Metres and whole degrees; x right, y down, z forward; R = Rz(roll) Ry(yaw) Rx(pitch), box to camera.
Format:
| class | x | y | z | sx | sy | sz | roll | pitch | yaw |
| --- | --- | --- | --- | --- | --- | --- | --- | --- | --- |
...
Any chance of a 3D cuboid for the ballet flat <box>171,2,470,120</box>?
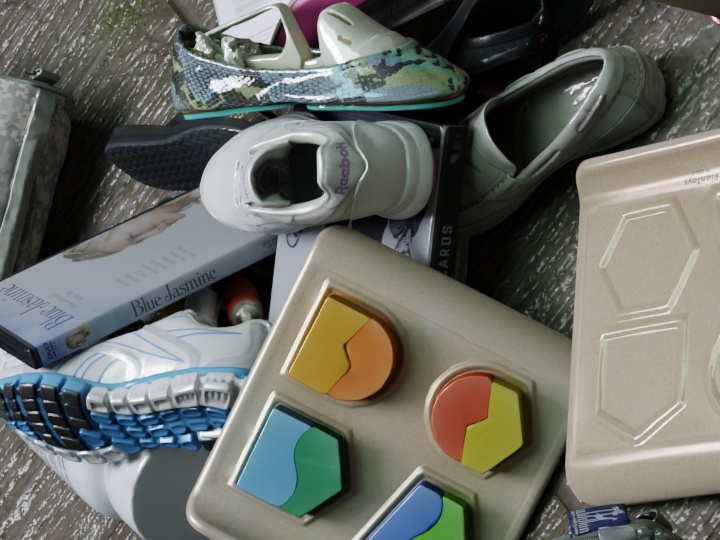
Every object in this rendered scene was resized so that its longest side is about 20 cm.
| class | x | y | z | sx | sy | sz | roll | pitch | yaw |
| --- | --- | --- | --- | --- | --- | --- | --- | --- | --- |
| ballet flat | -0.031 | -0.128 | 1.679 | 0.200 | 0.074 | 0.074 | -2 | 73 | 26 |

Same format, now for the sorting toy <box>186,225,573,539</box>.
| class | x | y | z | sx | sy | sz | roll | pitch | yaw |
| --- | --- | --- | --- | --- | --- | --- | --- | --- | --- |
| sorting toy | 0.018 | 0.099 | 1.631 | 0.185 | 0.036 | 0.200 | 27 | 94 | 4 |

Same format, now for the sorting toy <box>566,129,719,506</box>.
| class | x | y | z | sx | sy | sz | roll | pitch | yaw |
| --- | --- | --- | --- | --- | --- | --- | --- | --- | --- |
| sorting toy | 0.194 | 0.024 | 1.551 | 0.185 | 0.036 | 0.200 | -12 | 71 | 44 |

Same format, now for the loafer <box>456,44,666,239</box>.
| class | x | y | z | sx | sy | sz | roll | pitch | yaw |
| --- | --- | --- | --- | --- | --- | --- | --- | --- | --- |
| loafer | 0.088 | -0.078 | 1.669 | 0.200 | 0.070 | 0.070 | -33 | 59 | 28 |

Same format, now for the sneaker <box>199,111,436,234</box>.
| class | x | y | z | sx | sy | sz | roll | pitch | yaw |
| --- | --- | --- | --- | --- | --- | --- | --- | --- | --- |
| sneaker | -0.047 | -0.062 | 1.671 | 0.200 | 0.100 | 0.075 | -6 | 86 | 52 |

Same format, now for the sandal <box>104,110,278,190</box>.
| class | x | y | z | sx | sy | sz | roll | pitch | yaw |
| --- | --- | --- | --- | --- | --- | --- | --- | --- | --- |
| sandal | -0.098 | -0.090 | 1.886 | 0.200 | 0.075 | 0.048 | 4 | 60 | 47 |

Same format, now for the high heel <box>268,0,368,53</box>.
| class | x | y | z | sx | sy | sz | roll | pitch | yaw |
| --- | --- | --- | --- | --- | --- | --- | --- | --- | --- |
| high heel | 0.014 | -0.164 | 1.713 | 0.200 | 0.096 | 0.067 | -53 | 4 | 47 |

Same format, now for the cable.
| class | x | y | z | sx | sy | sz | roll | pitch | yaw |
| --- | --- | --- | --- | --- | --- | --- | --- | --- | --- |
| cable | -0.096 | -0.005 | 1.841 | 0.097 | 0.050 | 0.200 | -23 | 40 | 9 |

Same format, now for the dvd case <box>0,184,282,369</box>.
| class | x | y | z | sx | sy | sz | roll | pitch | yaw |
| --- | --- | --- | --- | --- | --- | --- | --- | --- | --- |
| dvd case | -0.150 | 0.000 | 1.800 | 0.143 | 0.200 | 0.018 | 23 | 136 | 59 |

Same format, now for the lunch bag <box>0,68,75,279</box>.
| class | x | y | z | sx | sy | sz | roll | pitch | yaw |
| --- | --- | --- | --- | --- | --- | --- | --- | --- | --- |
| lunch bag | -0.293 | -0.053 | 2.024 | 0.168 | 0.139 | 0.200 | 9 | 83 | 49 |

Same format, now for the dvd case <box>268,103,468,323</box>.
| class | x | y | z | sx | sy | sz | roll | pitch | yaw |
| --- | --- | --- | --- | --- | --- | --- | --- | --- | --- |
| dvd case | 0.000 | 0.000 | 1.709 | 0.150 | 0.025 | 0.200 | 17 | 103 | 50 |

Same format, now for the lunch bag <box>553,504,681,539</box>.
| class | x | y | z | sx | sy | sz | roll | pitch | yaw |
| --- | --- | --- | --- | --- | --- | --- | --- | --- | --- |
| lunch bag | 0.110 | 0.242 | 1.483 | 0.168 | 0.139 | 0.200 | -21 | 60 | 22 |

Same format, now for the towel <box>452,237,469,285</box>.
| class | x | y | z | sx | sy | sz | roll | pitch | yaw |
| --- | --- | --- | --- | --- | --- | --- | --- | --- | --- |
| towel | 0.008 | 0.049 | 1.754 | 0.152 | 0.023 | 0.200 | -15 | 65 | 43 |

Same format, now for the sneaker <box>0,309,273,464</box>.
| class | x | y | z | sx | sy | sz | roll | pitch | yaw |
| --- | --- | --- | --- | --- | --- | --- | --- | --- | --- |
| sneaker | -0.134 | 0.065 | 1.735 | 0.200 | 0.075 | 0.087 | -2 | 47 | 23 |

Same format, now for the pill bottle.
| class | x | y | z | sx | sy | sz | roll | pitch | yaw |
| --- | --- | --- | --- | --- | --- | --- | --- | --- | --- |
| pill bottle | -0.158 | 0.095 | 1.843 | 0.200 | 0.113 | 0.113 | 37 | 103 | 46 |

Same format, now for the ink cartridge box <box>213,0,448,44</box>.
| class | x | y | z | sx | sy | sz | roll | pitch | yaw |
| --- | --- | --- | --- | --- | --- | --- | --- | --- | --- |
| ink cartridge box | -0.006 | -0.220 | 1.814 | 0.200 | 0.084 | 0.176 | -22 | 76 | 40 |

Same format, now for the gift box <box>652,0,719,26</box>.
| class | x | y | z | sx | sy | sz | roll | pitch | yaw |
| --- | --- | --- | --- | --- | --- | --- | --- | --- | --- |
| gift box | 0.167 | -0.264 | 1.580 | 0.200 | 0.187 | 0.185 | 47 | 112 | 29 |

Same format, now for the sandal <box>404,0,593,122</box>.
| class | x | y | z | sx | sy | sz | roll | pitch | yaw |
| --- | --- | --- | --- | --- | --- | --- | --- | --- | --- |
| sandal | 0.079 | -0.124 | 1.703 | 0.200 | 0.075 | 0.048 | -43 | 50 | 39 |
